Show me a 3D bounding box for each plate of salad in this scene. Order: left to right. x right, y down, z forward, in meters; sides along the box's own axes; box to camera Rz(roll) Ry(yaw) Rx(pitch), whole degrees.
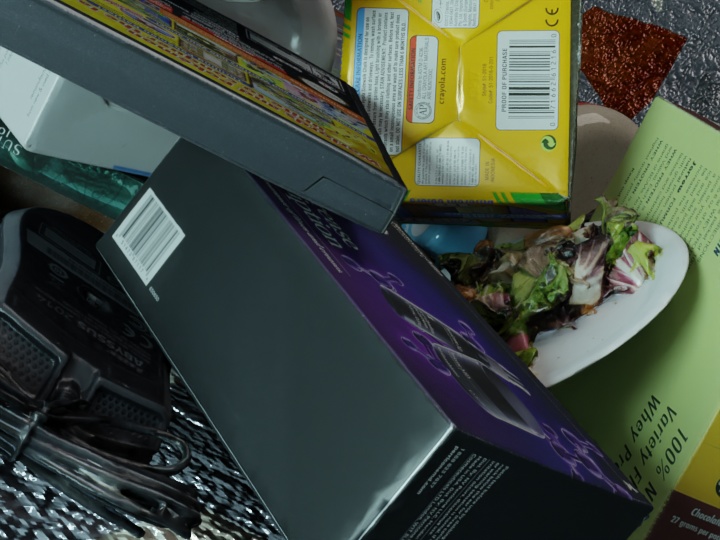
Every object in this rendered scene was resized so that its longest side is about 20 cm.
[{"bbox_3d":[0.063,0.015,0.729,0.200,0.199,0.048,-108,173,-73],"label":"plate of salad"}]

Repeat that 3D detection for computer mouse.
[{"bbox_3d":[-0.121,0.033,0.555,0.138,0.053,0.200,36,13,-12],"label":"computer mouse"}]

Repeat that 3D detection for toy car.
[{"bbox_3d":[0.106,-0.039,1.058,0.184,0.178,0.200,30,-3,-24],"label":"toy car"}]

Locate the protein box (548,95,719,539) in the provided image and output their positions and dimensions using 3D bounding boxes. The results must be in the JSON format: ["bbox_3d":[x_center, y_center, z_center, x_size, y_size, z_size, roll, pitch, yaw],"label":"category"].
[{"bbox_3d":[0.198,0.046,0.764,0.134,0.200,0.200,22,13,-19],"label":"protein box"}]

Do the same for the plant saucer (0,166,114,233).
[{"bbox_3d":[-0.121,-0.003,0.753,0.199,0.035,0.200,25,12,-6],"label":"plant saucer"}]

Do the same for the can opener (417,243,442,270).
[{"bbox_3d":[0.000,0.000,0.836,0.066,0.053,0.200,41,7,22],"label":"can opener"}]

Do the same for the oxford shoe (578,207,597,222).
[{"bbox_3d":[0.175,0.012,0.930,0.072,0.085,0.200,16,-25,30],"label":"oxford shoe"}]

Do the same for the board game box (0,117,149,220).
[{"bbox_3d":[-0.144,-0.071,0.785,0.199,0.028,0.135,27,17,-15],"label":"board game box"}]

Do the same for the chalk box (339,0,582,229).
[{"bbox_3d":[0.060,-0.089,0.835,0.123,0.126,0.200,2,-4,7],"label":"chalk box"}]

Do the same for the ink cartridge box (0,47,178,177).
[{"bbox_3d":[-0.155,-0.131,0.765,0.116,0.068,0.200,11,28,-46],"label":"ink cartridge box"}]

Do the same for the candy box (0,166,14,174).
[{"bbox_3d":[-0.234,-0.088,0.829,0.115,0.056,0.200,36,16,28],"label":"candy box"}]

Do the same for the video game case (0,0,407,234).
[{"bbox_3d":[-0.082,-0.093,0.612,0.199,0.026,0.181,27,14,-15],"label":"video game case"}]

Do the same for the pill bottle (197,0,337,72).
[{"bbox_3d":[-0.083,-0.148,0.918,0.112,0.114,0.200,21,6,-13],"label":"pill bottle"}]

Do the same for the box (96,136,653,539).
[{"bbox_3d":[0.002,0.041,0.589,0.141,0.079,0.200,30,15,-48],"label":"box"}]

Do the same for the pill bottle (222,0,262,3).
[{"bbox_3d":[-0.086,-0.198,0.732,0.112,0.113,0.200,18,7,-27],"label":"pill bottle"}]
